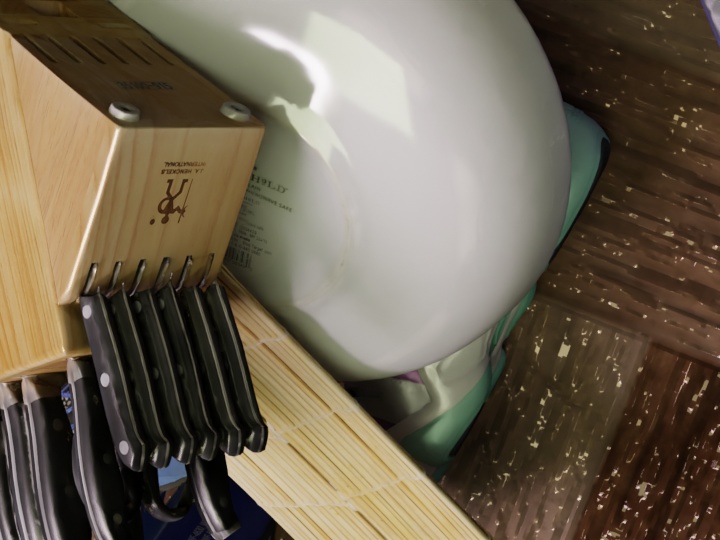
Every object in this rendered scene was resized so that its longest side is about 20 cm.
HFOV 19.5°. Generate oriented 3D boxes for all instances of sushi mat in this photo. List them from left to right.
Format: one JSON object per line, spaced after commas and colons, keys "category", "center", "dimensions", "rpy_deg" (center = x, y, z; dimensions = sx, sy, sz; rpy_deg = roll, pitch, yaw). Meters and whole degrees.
{"category": "sushi mat", "center": [-0.033, 0.057, 0.788], "dimensions": [0.095, 0.012, 0.200], "rpy_deg": [-15, 130, 41]}

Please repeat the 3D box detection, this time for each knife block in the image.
{"category": "knife block", "center": [-0.108, 0.006, 0.708], "dimensions": [0.200, 0.064, 0.176], "rpy_deg": [39, 118, 36]}

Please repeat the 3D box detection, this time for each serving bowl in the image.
{"category": "serving bowl", "center": [-0.029, -0.038, 0.750], "dimensions": [0.199, 0.066, 0.201], "rpy_deg": [14, 127, 20]}

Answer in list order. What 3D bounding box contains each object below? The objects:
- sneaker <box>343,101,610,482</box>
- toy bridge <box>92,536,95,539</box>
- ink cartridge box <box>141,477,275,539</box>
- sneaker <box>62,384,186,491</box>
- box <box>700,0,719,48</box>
{"category": "sneaker", "center": [0.000, 0.000, 0.855], "dimensions": [0.140, 0.078, 0.201], "rpy_deg": [28, 103, 6]}
{"category": "toy bridge", "center": [-0.120, 0.135, 0.874], "dimensions": [0.027, 0.200, 0.068], "rpy_deg": [12, 79, 19]}
{"category": "ink cartridge box", "center": [-0.070, 0.171, 0.913], "dimensions": [0.039, 0.099, 0.201], "rpy_deg": [8, 111, 12]}
{"category": "sneaker", "center": [-0.155, 0.060, 0.805], "dimensions": [0.075, 0.199, 0.079], "rpy_deg": [10, 111, 56]}
{"category": "box", "center": [0.199, -0.063, 0.736], "dimensions": [0.104, 0.148, 0.201], "rpy_deg": [-20, 102, 20]}
